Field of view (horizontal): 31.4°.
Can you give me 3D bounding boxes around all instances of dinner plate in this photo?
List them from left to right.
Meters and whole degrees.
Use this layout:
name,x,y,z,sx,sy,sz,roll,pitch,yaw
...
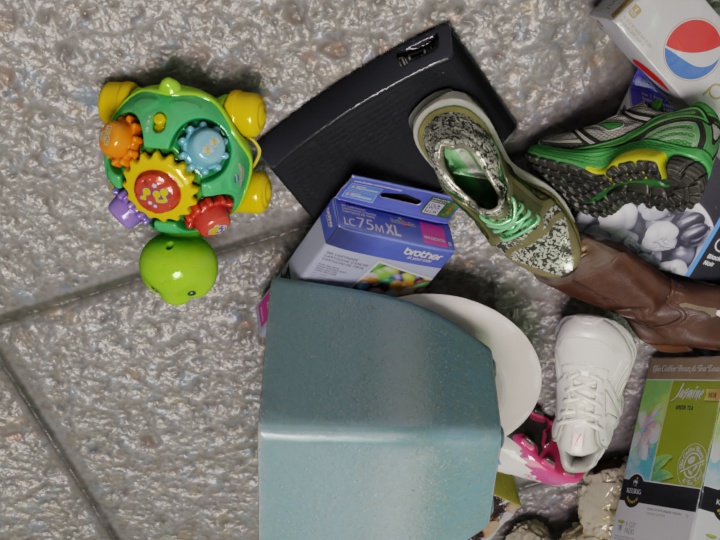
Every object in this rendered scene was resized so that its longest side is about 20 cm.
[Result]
name,x,y,z,sx,sy,sz,roll,pitch,yaw
dinner plate,0.069,0.106,1.197,0.200,0.024,0.200,3,129,4

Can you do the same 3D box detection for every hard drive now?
name,x,y,z,sx,sy,sz,roll,pitch,yaw
hard drive,0.025,-0.110,1.113,0.200,0.042,0.135,-30,121,15

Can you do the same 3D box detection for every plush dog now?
name,x,y,z,sx,sy,sz,roll,pitch,yaw
plush dog,0.276,0.312,1.371,0.172,0.161,0.200,16,127,-46

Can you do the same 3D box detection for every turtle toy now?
name,x,y,z,sx,sy,sz,roll,pitch,yaw
turtle toy,-0.154,-0.067,1.076,0.146,0.101,0.200,5,124,11

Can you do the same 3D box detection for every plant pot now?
name,x,y,z,sx,sy,sz,roll,pitch,yaw
plant pot,0.016,0.141,1.101,0.200,0.196,0.196,2,128,-1

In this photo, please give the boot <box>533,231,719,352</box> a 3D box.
name,x,y,z,sx,sy,sz,roll,pitch,yaw
boot,0.278,0.013,1.147,0.200,0.064,0.186,31,146,-35

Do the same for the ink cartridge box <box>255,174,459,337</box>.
name,x,y,z,sx,sy,sz,roll,pitch,yaw
ink cartridge box,0.000,0.000,1.149,0.119,0.042,0.200,12,135,-26

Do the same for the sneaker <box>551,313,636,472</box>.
name,x,y,z,sx,sy,sz,roll,pitch,yaw
sneaker,0.219,0.125,1.225,0.078,0.099,0.200,6,139,18

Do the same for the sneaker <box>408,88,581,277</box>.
name,x,y,z,sx,sy,sz,roll,pitch,yaw
sneaker,0.112,-0.055,1.068,0.077,0.089,0.200,-37,111,23

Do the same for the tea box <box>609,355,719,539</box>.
name,x,y,z,sx,sy,sz,roll,pitch,yaw
tea box,0.376,0.200,1.236,0.200,0.134,0.197,18,78,-19

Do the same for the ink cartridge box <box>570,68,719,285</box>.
name,x,y,z,sx,sy,sz,roll,pitch,yaw
ink cartridge box,0.309,-0.087,1.150,0.198,0.043,0.200,14,121,-13

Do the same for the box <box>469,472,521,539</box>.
name,x,y,z,sx,sy,sz,roll,pitch,yaw
box,0.065,0.216,1.331,0.200,0.050,0.075,26,118,-19

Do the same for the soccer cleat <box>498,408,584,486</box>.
name,x,y,z,sx,sy,sz,roll,pitch,yaw
soccer cleat,0.133,0.171,1.304,0.200,0.070,0.086,29,133,-19

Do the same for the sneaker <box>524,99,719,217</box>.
name,x,y,z,sx,sy,sz,roll,pitch,yaw
sneaker,0.221,-0.096,1.073,0.078,0.200,0.085,45,68,-30

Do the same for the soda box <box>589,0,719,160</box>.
name,x,y,z,sx,sy,sz,roll,pitch,yaw
soda box,0.284,-0.163,1.058,0.068,0.064,0.200,-45,107,6
